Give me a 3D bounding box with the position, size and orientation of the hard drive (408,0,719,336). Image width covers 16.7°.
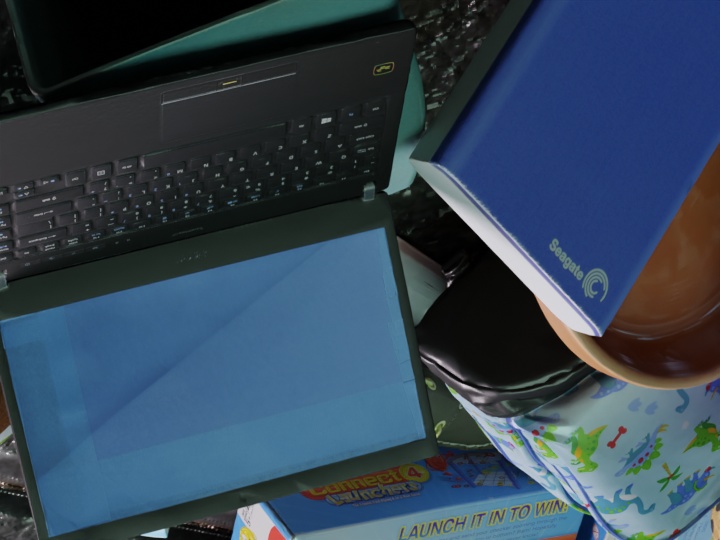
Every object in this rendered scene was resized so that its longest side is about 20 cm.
[{"bbox_3d":[0.115,-0.090,1.067,0.132,0.025,0.200,44,72,-37],"label":"hard drive"}]

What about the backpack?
[{"bbox_3d":[0.131,0.054,1.281,0.163,0.154,0.200,-43,157,-11],"label":"backpack"}]

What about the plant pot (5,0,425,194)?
[{"bbox_3d":[-0.052,-0.101,1.015,0.141,0.141,0.200,-21,150,3],"label":"plant pot"}]

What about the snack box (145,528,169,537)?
[{"bbox_3d":[-0.108,0.024,1.157,0.037,0.116,0.200,6,142,10],"label":"snack box"}]

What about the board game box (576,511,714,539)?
[{"bbox_3d":[0.214,0.164,1.470,0.195,0.056,0.200,-5,140,-17],"label":"board game box"}]

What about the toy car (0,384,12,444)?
[{"bbox_3d":[-0.209,0.085,1.124,0.164,0.200,0.158,-39,137,25],"label":"toy car"}]

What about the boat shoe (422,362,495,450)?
[{"bbox_3d":[0.008,0.066,1.293,0.072,0.060,0.202,-31,142,35],"label":"boat shoe"}]

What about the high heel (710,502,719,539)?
[{"bbox_3d":[0.261,0.086,1.293,0.071,0.143,0.200,33,101,-19],"label":"high heel"}]

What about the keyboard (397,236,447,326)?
[{"bbox_3d":[0.000,0.000,1.260,0.056,0.011,0.200,-30,141,24],"label":"keyboard"}]

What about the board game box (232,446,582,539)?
[{"bbox_3d":[0.014,0.195,1.385,0.200,0.056,0.196,-6,125,-32],"label":"board game box"}]

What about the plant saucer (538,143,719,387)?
[{"bbox_3d":[0.149,-0.046,1.151,0.200,0.032,0.201,-8,104,-37],"label":"plant saucer"}]

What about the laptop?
[{"bbox_3d":[-0.056,0.011,0.965,0.177,0.103,0.200,-14,155,-12],"label":"laptop"}]
